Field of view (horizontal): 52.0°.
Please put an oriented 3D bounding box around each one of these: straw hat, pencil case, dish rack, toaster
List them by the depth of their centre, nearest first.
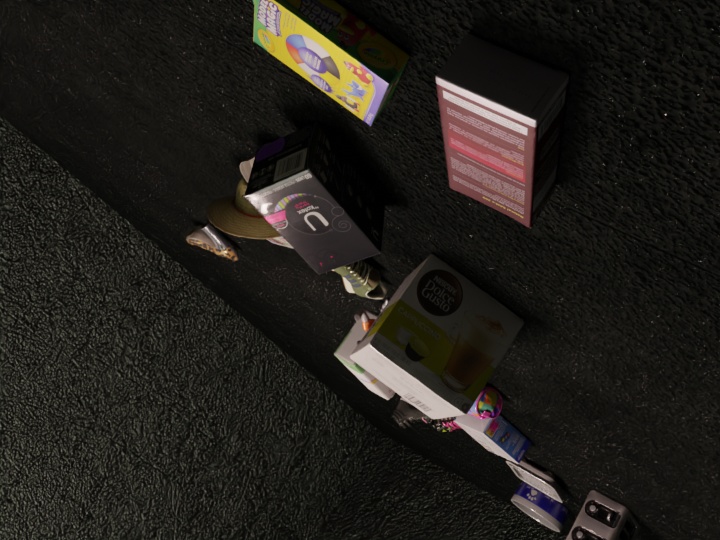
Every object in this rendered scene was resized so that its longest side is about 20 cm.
[{"bbox_3d":[-0.199,-0.142,1.420,0.201,0.201,0.085,27,122,30],"label":"straw hat"},{"bbox_3d":[0.265,0.316,1.836,0.088,0.089,0.200,41,164,-20],"label":"pencil case"},{"bbox_3d":[0.674,0.743,2.061,0.118,0.181,0.200,19,158,43],"label":"toaster"},{"bbox_3d":[0.551,0.644,2.301,0.171,0.044,0.200,24,161,35],"label":"dish rack"}]

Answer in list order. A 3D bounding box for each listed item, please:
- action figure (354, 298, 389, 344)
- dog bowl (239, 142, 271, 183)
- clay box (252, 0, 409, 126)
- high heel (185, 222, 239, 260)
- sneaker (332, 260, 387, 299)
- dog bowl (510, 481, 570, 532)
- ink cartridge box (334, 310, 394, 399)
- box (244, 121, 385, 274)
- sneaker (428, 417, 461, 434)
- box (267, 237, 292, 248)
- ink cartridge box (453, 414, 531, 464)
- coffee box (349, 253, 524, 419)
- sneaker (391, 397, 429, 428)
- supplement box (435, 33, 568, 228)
[{"bbox_3d":[0.086,0.139,1.732,0.199,0.105,0.194,6,166,11],"label":"action figure"},{"bbox_3d":[-0.114,-0.144,1.290,0.200,0.059,0.200,33,166,9],"label":"dog bowl"},{"bbox_3d":[-0.048,-0.255,0.819,0.200,0.048,0.115,35,165,0],"label":"clay box"},{"bbox_3d":[-0.450,-0.072,2.234,0.143,0.071,0.200,47,153,-19],"label":"high heel"},{"bbox_3d":[0.000,0.000,1.491,0.090,0.067,0.200,20,160,25],"label":"sneaker"},{"bbox_3d":[0.648,0.850,2.660,0.200,0.079,0.200,33,166,10],"label":"dog bowl"},{"bbox_3d":[0.044,0.220,1.905,0.087,0.146,0.200,22,160,44],"label":"ink cartridge box"},{"bbox_3d":[-0.064,-0.104,1.124,0.122,0.106,0.200,-19,135,27],"label":"box"},{"bbox_3d":[0.278,0.468,2.272,0.074,0.088,0.200,42,164,-24],"label":"sneaker"},{"bbox_3d":[-0.188,-0.095,1.607,0.137,0.039,0.200,32,170,-35],"label":"box"},{"bbox_3d":[0.372,0.453,2.036,0.200,0.076,0.136,44,164,-25],"label":"ink cartridge box"},{"bbox_3d":[0.129,0.122,1.305,0.199,0.198,0.200,36,164,0],"label":"coffee box"},{"bbox_3d":[0.195,0.531,2.636,0.200,0.099,0.071,18,156,46],"label":"sneaker"},{"bbox_3d":[0.143,-0.133,0.747,0.109,0.061,0.200,30,164,21],"label":"supplement box"}]
